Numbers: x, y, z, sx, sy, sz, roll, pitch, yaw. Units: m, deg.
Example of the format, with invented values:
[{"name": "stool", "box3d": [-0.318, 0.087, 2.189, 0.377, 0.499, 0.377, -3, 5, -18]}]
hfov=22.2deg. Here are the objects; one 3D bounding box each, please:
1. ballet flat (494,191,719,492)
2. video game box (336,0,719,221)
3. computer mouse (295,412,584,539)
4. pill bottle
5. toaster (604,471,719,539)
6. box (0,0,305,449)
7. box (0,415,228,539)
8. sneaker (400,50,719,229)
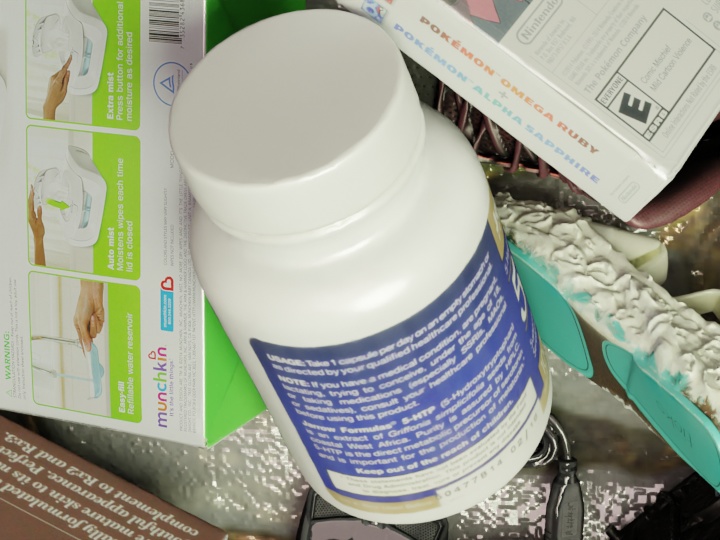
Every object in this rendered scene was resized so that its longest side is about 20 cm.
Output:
[{"name": "ballet flat", "box3d": [0.119, 0.022, 0.772, 0.200, 0.072, 0.072, 45, 114, 42]}, {"name": "video game box", "box3d": [0.085, -0.146, 0.709, 0.182, 0.200, 0.047, 39, 151, 0]}, {"name": "computer mouse", "box3d": [0.031, 0.141, 0.863, 0.140, 0.046, 0.201, 8, 100, 7]}, {"name": "pill bottle", "box3d": [0.000, 0.000, 0.726, 0.119, 0.120, 0.200, -8, 139, 14]}, {"name": "toaster", "box3d": [0.200, 0.124, 0.748, 0.119, 0.181, 0.200, 45, 108, -7]}, {"name": "box", "box3d": [-0.123, -0.041, 0.804, 0.176, 0.097, 0.201, 7, 106, 24]}, {"name": "box", "box3d": [-0.186, 0.197, 0.832, 0.166, 0.164, 0.200, 27, 124, 3]}, {"name": "sneaker", "box3d": [0.073, -0.064, 0.754, 0.199, 0.116, 0.076, -2, 121, 13]}]
